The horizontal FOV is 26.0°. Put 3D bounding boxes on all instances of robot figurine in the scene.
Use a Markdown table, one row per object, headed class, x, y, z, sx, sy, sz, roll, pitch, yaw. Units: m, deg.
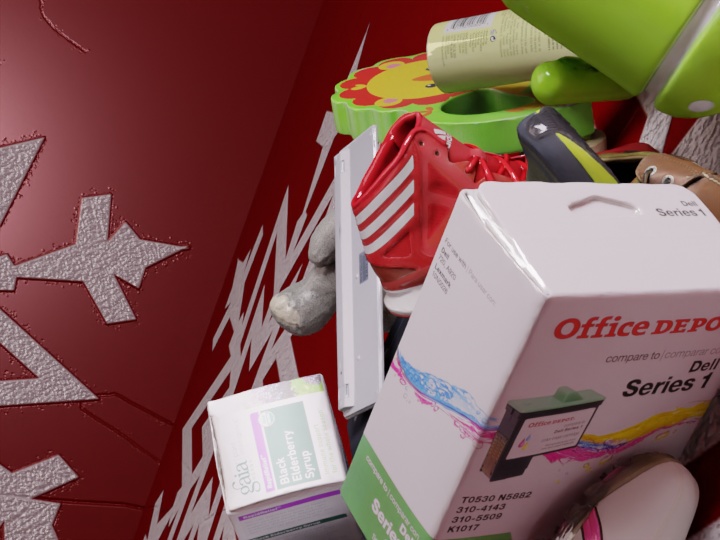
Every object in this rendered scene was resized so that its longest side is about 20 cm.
| class | x | y | z | sx | sy | sz | roll | pitch | yaw |
| --- | --- | --- | --- | --- | --- | --- | --- | --- | --- |
| robot figurine | 0.158 | -0.165 | 0.869 | 0.116 | 0.200 | 0.176 | -50 | -7 | -43 |

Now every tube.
| class | x | y | z | sx | sy | sz | roll | pitch | yaw |
| --- | --- | --- | --- | --- | --- | --- | --- | --- | --- |
| tube | 0.143 | -0.158 | 1.061 | 0.052 | 0.199 | 0.058 | -16 | -82 | -60 |

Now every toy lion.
| class | x | y | z | sx | sy | sz | roll | pitch | yaw |
| --- | --- | --- | --- | --- | --- | --- | --- | --- | --- |
| toy lion | 0.074 | -0.128 | 1.174 | 0.200 | 0.191 | 0.069 | -99 | 0 | -67 |

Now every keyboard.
| class | x | y | z | sx | sy | sz | roll | pitch | yaw |
| --- | --- | --- | --- | --- | --- | --- | --- | --- | --- |
| keyboard | 0.000 | 0.000 | 1.085 | 0.056 | 0.011 | 0.201 | -27 | 59 | 53 |

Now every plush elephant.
| class | x | y | z | sx | sy | sz | roll | pitch | yaw |
| --- | --- | --- | --- | --- | --- | --- | --- | --- | --- |
| plush elephant | 0.044 | -0.006 | 1.171 | 0.200 | 0.164 | 0.155 | -58 | 0 | 1 |

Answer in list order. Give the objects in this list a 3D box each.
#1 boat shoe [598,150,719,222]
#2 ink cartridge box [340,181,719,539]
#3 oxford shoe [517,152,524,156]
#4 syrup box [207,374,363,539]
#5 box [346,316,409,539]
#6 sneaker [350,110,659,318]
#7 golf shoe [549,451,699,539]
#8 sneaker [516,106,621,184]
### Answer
| class | x | y | z | sx | sy | sz | roll | pitch | yaw |
| --- | --- | --- | --- | --- | --- | --- | --- | --- | --- |
| boat shoe | 0.172 | -0.025 | 0.852 | 0.072 | 0.068 | 0.200 | -66 | 13 | 3 |
| ink cartridge box | 0.094 | 0.060 | 0.783 | 0.084 | 0.144 | 0.201 | 56 | 136 | 42 |
| oxford shoe | 0.122 | -0.050 | 1.112 | 0.200 | 0.075 | 0.071 | -94 | 26 | -65 |
| syrup box | -0.043 | 0.155 | 1.048 | 0.200 | 0.081 | 0.079 | 81 | 174 | -59 |
| box | 0.070 | 0.100 | 1.021 | 0.200 | 0.104 | 0.148 | -98 | 31 | -69 |
| sneaker | 0.088 | -0.058 | 0.974 | 0.199 | 0.116 | 0.078 | -27 | 21 | -1 |
| golf shoe | 0.121 | 0.188 | 0.762 | 0.092 | 0.073 | 0.201 | 29 | 91 | 43 |
| sneaker | 0.105 | -0.001 | 0.847 | 0.074 | 0.081 | 0.200 | 56 | 167 | 45 |
